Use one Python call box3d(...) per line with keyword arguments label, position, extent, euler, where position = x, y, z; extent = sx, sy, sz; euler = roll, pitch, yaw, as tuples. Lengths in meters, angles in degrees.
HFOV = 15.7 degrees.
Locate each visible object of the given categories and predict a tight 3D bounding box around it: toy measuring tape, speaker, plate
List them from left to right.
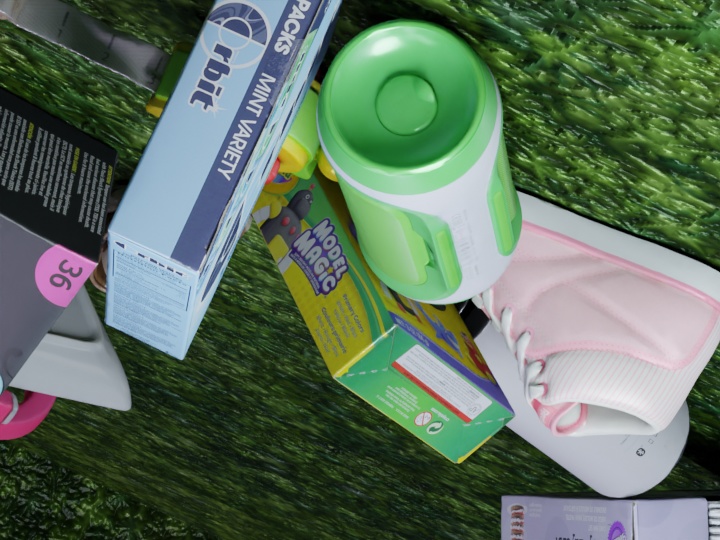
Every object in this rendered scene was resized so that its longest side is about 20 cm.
box3d(label="plate", position=(-0.253, -0.002, 1.759), extent=(0.199, 0.032, 0.200), euler=(15, -145, -42))
box3d(label="toy measuring tape", position=(-0.082, -0.096, 1.271), extent=(0.199, 0.074, 0.074), euler=(27, 167, -13))
box3d(label="speaker", position=(0.030, -0.046, 1.224), extent=(0.088, 0.089, 0.200), euler=(21, 167, 12))
box3d(label="speaker", position=(0.106, 0.056, 1.503), extent=(0.081, 0.082, 0.200), euler=(11, 162, 45))

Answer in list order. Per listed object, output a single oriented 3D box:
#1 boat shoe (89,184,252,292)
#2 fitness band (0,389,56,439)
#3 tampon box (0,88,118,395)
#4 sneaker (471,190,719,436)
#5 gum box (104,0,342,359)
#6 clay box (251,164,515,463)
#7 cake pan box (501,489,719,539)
box3d(label="boat shoe", position=(-0.124, -0.015, 1.653), extent=(0.075, 0.072, 0.200), euler=(27, 167, -13))
box3d(label="fitness band", position=(-0.284, 0.038, 1.726), extent=(0.199, 0.037, 0.144), euler=(25, -149, -31))
box3d(label="tampon box", position=(-0.272, -0.034, 1.588), extent=(0.199, 0.127, 0.150), euler=(29, 122, -17))
box3d(label="sneaker", position=(0.086, 0.022, 1.353), extent=(0.199, 0.105, 0.075), euler=(21, 169, 20))
box3d(label="gum box", position=(-0.057, -0.062, 1.129), extent=(0.044, 0.171, 0.200), euler=(25, 168, -1))
box3d(label="clay box", position=(0.000, 0.000, 1.387), extent=(0.115, 0.048, 0.200), euler=(37, -161, -44))
box3d(label="cake pan box", position=(0.209, 0.164, 1.652), extent=(0.183, 0.053, 0.200), euler=(-2, 177, -20))
